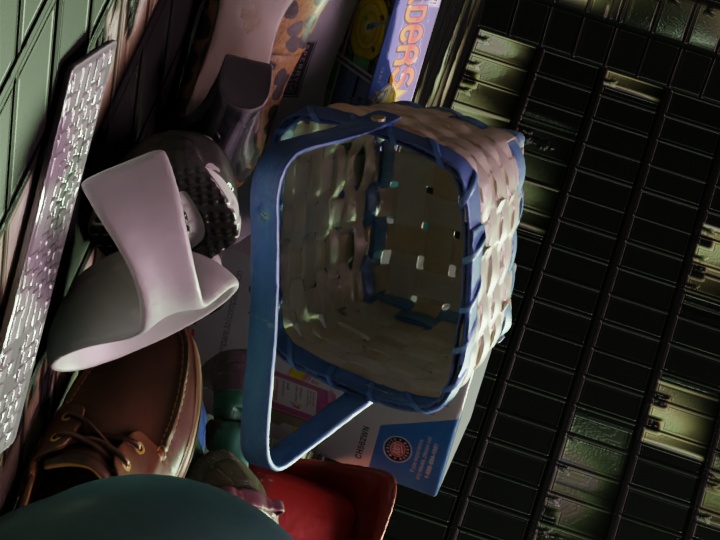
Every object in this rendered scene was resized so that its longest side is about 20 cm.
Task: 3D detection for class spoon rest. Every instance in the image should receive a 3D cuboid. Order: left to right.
[{"bbox_3d":[-0.101,0.009,1.369,0.200,0.099,0.061,101,-35,-71],"label":"spoon rest"}]

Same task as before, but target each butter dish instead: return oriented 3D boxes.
[{"bbox_3d":[-0.106,0.183,1.791,0.199,0.148,0.200,1,-117,51],"label":"butter dish"}]

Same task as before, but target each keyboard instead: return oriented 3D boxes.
[{"bbox_3d":[-0.141,-0.004,1.295,0.056,0.011,0.200,-63,170,-69],"label":"keyboard"}]

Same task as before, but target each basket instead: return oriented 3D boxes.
[{"bbox_3d":[0.000,0.000,1.579,0.200,0.139,0.177,-30,130,-57],"label":"basket"}]

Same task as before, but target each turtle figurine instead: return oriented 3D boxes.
[{"bbox_3d":[-0.088,0.135,1.570,0.150,0.101,0.200,32,48,-53],"label":"turtle figurine"}]

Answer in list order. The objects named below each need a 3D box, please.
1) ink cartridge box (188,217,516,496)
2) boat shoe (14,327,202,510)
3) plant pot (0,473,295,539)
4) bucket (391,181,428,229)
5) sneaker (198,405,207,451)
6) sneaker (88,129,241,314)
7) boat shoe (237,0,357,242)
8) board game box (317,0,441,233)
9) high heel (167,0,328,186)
[{"bbox_3d":[-0.022,0.035,1.814,0.085,0.200,0.145,-62,170,-47],"label":"ink cartridge box"},{"bbox_3d":[-0.131,0.104,1.481,0.068,0.072,0.200,99,13,-65],"label":"boat shoe"},{"bbox_3d":[-0.117,0.187,1.243,0.161,0.200,0.201,13,95,-74],"label":"plant pot"},{"bbox_3d":[-0.029,0.022,2.119,0.207,0.135,0.207,18,90,-86],"label":"bucket"},{"bbox_3d":[-0.134,0.119,1.648,0.200,0.066,0.079,-68,164,-55],"label":"sneaker"},{"bbox_3d":[-0.096,-0.039,1.466,0.200,0.074,0.080,111,-17,-74],"label":"sneaker"},{"bbox_3d":[-0.057,-0.108,1.665,0.057,0.069,0.200,46,-62,46],"label":"boat shoe"},{"bbox_3d":[-0.020,-0.127,1.695,0.135,0.034,0.200,40,-59,45],"label":"board game box"},{"bbox_3d":[-0.055,-0.140,1.590,0.143,0.071,0.200,123,-13,-64],"label":"high heel"}]
